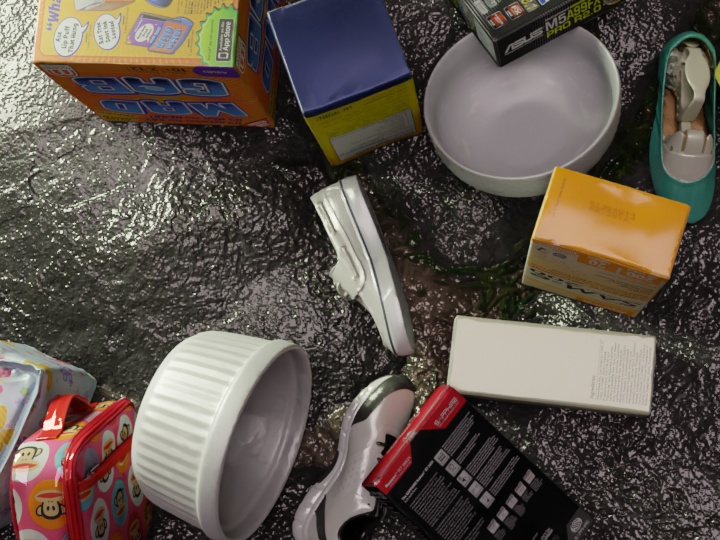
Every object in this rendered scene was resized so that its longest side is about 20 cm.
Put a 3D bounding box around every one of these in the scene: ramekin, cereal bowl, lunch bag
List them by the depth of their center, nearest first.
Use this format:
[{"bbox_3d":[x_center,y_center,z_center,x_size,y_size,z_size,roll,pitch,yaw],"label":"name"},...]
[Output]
[{"bbox_3d":[-0.268,0.204,1.042,0.082,0.200,0.177,-5,99,7],"label":"lunch bag"},{"bbox_3d":[-0.136,0.154,1.050,0.105,0.200,0.201,16,84,18],"label":"ramekin"},{"bbox_3d":[-0.376,0.174,1.083,0.127,0.170,0.200,21,85,8],"label":"lunch bag"},{"bbox_3d":[0.166,-0.156,1.100,0.200,0.083,0.201,-6,60,11],"label":"cereal bowl"}]

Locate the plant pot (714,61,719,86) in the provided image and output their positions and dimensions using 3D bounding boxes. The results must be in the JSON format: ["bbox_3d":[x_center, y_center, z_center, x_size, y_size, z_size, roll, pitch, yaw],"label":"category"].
[{"bbox_3d":[0.434,-0.193,1.050,0.142,0.200,0.200,-33,78,25],"label":"plant pot"}]

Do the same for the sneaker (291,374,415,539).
[{"bbox_3d":[0.010,0.200,1.073,0.080,0.074,0.200,26,92,48],"label":"sneaker"}]

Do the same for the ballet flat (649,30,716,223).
[{"bbox_3d":[0.331,-0.151,1.100,0.067,0.070,0.201,1,82,6],"label":"ballet flat"}]

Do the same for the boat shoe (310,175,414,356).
[{"bbox_3d":[0.000,0.000,1.117,0.066,0.072,0.200,-21,79,7],"label":"boat shoe"}]

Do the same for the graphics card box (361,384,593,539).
[{"bbox_3d":[0.114,0.223,1.040,0.200,0.051,0.126,42,70,-5],"label":"graphics card box"}]

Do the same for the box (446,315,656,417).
[{"bbox_3d":[0.190,0.097,1.081,0.199,0.068,0.082,7,82,8],"label":"box"}]

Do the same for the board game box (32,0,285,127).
[{"bbox_3d":[-0.195,-0.274,1.113,0.199,0.200,0.201,3,82,7],"label":"board game box"}]

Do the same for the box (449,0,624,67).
[{"bbox_3d":[0.164,-0.323,1.120,0.160,0.044,0.200,-28,58,0],"label":"box"}]

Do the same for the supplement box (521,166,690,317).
[{"bbox_3d":[0.226,-0.021,1.027,0.126,0.200,0.074,17,80,10],"label":"supplement box"}]

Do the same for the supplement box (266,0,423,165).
[{"bbox_3d":[-0.010,-0.194,1.080,0.109,0.200,0.110,-20,80,3],"label":"supplement box"}]
